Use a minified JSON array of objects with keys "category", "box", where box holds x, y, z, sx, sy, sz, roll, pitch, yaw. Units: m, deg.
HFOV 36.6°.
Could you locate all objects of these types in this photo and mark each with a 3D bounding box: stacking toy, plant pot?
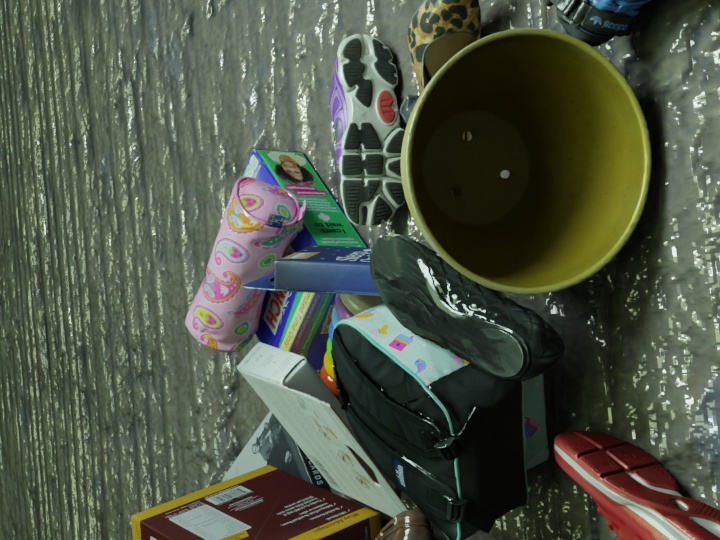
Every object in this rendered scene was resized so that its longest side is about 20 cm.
[{"category":"stacking toy","box":[-0.009,0.089,1.160,0.086,0.085,0.201,56,139,36]},{"category":"plant pot","box":[0.116,-0.086,0.893,0.142,0.198,0.202,-164,73,-78]}]

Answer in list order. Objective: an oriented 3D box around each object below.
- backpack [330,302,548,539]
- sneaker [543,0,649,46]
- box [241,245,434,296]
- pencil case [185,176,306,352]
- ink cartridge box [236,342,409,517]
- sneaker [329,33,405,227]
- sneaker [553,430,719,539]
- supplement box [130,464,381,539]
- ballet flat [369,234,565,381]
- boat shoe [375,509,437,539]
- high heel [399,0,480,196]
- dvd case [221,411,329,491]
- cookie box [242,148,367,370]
[{"category":"backpack","box":[0.067,0.112,0.965,0.199,0.153,0.177,27,139,45]},{"category":"sneaker","box":[0.209,-0.212,0.814,0.200,0.076,0.112,46,123,49]},{"category":"box","box":[0.000,0.000,1.010,0.198,0.121,0.033,2,98,13]},{"category":"pencil case","box":[-0.126,-0.005,1.185,0.088,0.087,0.201,55,133,36]},{"category":"ink cartridge box","box":[-0.020,0.169,1.111,0.173,0.044,0.201,11,142,52]},{"category":"sneaker","box":[0.005,-0.142,1.139,0.083,0.080,0.202,151,119,-70]},{"category":"sneaker","box":[0.214,0.217,0.849,0.200,0.078,0.116,38,121,49]},{"category":"supplement box","box":[-0.112,0.328,1.193,0.199,0.196,0.134,11,108,47]},{"category":"ballet flat","box":[0.078,0.030,0.883,0.200,0.057,0.067,37,118,38]},{"category":"boat shoe","box":[0.042,0.288,1.086,0.200,0.070,0.071,115,151,-63]},{"category":"high heel","box":[0.090,-0.160,0.989,0.201,0.071,0.143,105,150,-51]},{"category":"dvd case","box":[-0.108,0.276,1.361,0.200,0.025,0.151,-55,50,42]},{"category":"cookie box","box":[-0.081,-0.012,1.253,0.200,0.075,0.172,55,134,36]}]
